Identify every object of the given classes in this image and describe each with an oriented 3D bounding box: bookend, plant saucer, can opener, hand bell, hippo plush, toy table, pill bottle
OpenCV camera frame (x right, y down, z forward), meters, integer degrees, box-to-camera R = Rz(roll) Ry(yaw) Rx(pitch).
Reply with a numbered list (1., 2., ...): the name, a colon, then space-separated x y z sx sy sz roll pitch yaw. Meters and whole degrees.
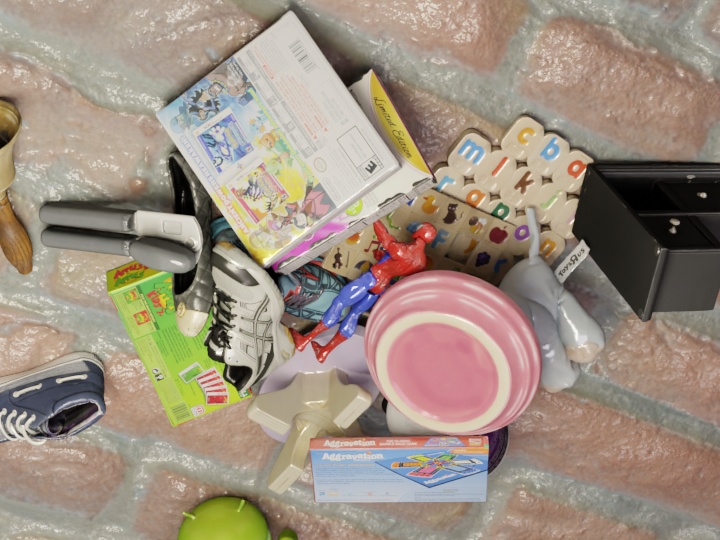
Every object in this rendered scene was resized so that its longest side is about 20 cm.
1. bookend: 0.371 -0.036 1.715 0.197 0.200 0.093 -1 121 -17
2. plant saucer: 0.094 0.099 1.640 0.199 0.051 0.202 10 121 16
3. can opener: -0.256 -0.039 1.609 0.198 0.066 0.053 8 108 24
4. hand bell: -0.382 -0.070 1.611 0.103 0.105 0.201 -13 134 -5
5. hippo plush: 0.187 0.070 1.713 0.159 0.161 0.201 33 117 13
6. toy table: -0.047 0.167 1.767 0.182 0.118 0.201 20 127 -13
7. pill bottle: 0.111 0.189 1.813 0.112 0.113 0.200 -33 152 7

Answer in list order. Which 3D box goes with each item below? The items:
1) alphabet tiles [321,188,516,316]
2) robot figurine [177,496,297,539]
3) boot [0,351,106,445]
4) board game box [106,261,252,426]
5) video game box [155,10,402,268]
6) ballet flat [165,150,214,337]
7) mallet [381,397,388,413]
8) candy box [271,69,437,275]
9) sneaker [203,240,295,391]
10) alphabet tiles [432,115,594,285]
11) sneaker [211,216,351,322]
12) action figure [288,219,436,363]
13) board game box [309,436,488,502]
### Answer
1. alphabet tiles: 0.060 -0.013 1.743 0.199 0.008 0.168 22 106 -27
2. robot figurine: -0.160 0.367 1.887 0.174 0.116 0.201 -12 122 0
3. boot: -0.383 0.164 1.732 0.199 0.091 0.073 -26 122 3
4. board game box: -0.206 0.074 1.745 0.101 0.048 0.201 -21 122 -1
5. video game box: -0.085 -0.134 1.587 0.182 0.047 0.201 -35 84 4
6. ballet flat: -0.189 -0.030 1.636 0.057 0.066 0.202 5 82 -44
7. mallet: -0.021 0.135 1.834 0.198 0.041 0.066 9 120 -12
8. candy box: -0.035 -0.104 1.633 0.199 0.061 0.137 -31 83 5
9. sneaker: -0.128 0.056 1.608 0.088 0.075 0.201 -41 141 -20
10. alphabet tiles: 0.169 -0.080 1.761 0.199 0.015 0.196 29 111 -26
11. sneaker: -0.092 0.021 1.711 0.199 0.096 0.080 26 111 -26
12. action figure: 0.000 0.000 1.684 0.200 0.099 0.065 -40 139 17
13. board game box: 0.044 0.225 1.716 0.198 0.020 0.103 0 137 2
